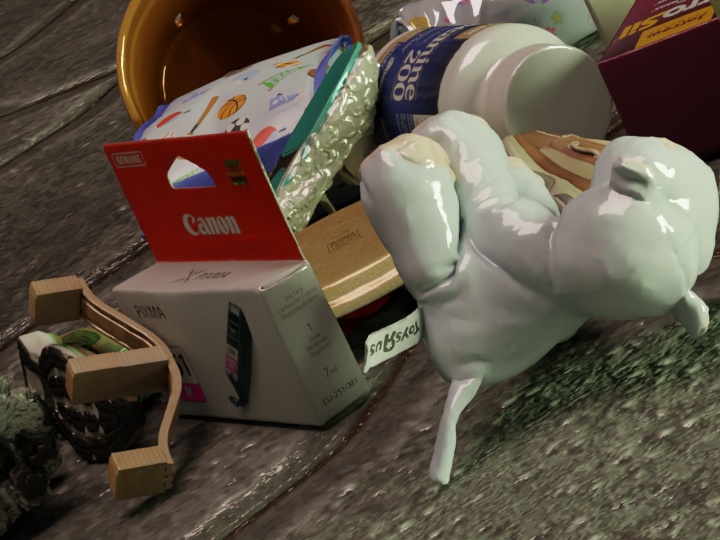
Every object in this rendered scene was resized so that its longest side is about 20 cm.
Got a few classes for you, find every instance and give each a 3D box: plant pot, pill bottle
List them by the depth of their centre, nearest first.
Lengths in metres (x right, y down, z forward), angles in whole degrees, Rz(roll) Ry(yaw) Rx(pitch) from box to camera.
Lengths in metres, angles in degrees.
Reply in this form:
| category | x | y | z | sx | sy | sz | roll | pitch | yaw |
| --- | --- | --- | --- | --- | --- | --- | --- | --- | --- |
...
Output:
| category | x | y | z | sx | sy | sz | roll | pitch | yaw |
| --- | --- | --- | --- | --- | --- | --- | --- | --- | --- |
| pill bottle | 0.088 | -0.113 | 1.872 | 0.111 | 0.111 | 0.200 | -32 | 16 | -19 |
| plant pot | -0.098 | -0.161 | 2.238 | 0.199 | 0.201 | 0.140 | -28 | -2 | -6 |

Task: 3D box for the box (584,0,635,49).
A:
| category | x | y | z | sx | sy | sz | roll | pitch | yaw |
| --- | --- | --- | --- | --- | --- | --- | --- | --- | --- |
| box | 0.182 | -0.243 | 1.974 | 0.077 | 0.201 | 0.095 | -24 | 16 | 9 |

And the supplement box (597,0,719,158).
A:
| category | x | y | z | sx | sy | sz | roll | pitch | yaw |
| --- | --- | --- | --- | --- | --- | --- | --- | --- | --- |
| supplement box | 0.238 | -0.150 | 1.791 | 0.110 | 0.086 | 0.200 | -19 | 17 | 25 |

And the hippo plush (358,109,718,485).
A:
| category | x | y | z | sx | sy | sz | roll | pitch | yaw |
| --- | --- | --- | --- | --- | --- | --- | --- | --- | --- |
| hippo plush | 0.098 | -0.022 | 1.440 | 0.160 | 0.160 | 0.200 | -24 | 13 | 35 |

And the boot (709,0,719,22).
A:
| category | x | y | z | sx | sy | sz | roll | pitch | yaw |
| --- | --- | --- | --- | --- | --- | --- | --- | --- | --- |
| boot | 0.300 | -0.180 | 1.650 | 0.199 | 0.156 | 0.073 | -26 | 15 | -2 |

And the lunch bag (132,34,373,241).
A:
| category | x | y | z | sx | sy | sz | roll | pitch | yaw |
| --- | --- | --- | --- | --- | --- | --- | --- | --- | --- |
| lunch bag | -0.076 | -0.085 | 2.042 | 0.169 | 0.124 | 0.200 | -23 | 8 | 11 |

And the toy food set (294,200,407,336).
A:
| category | x | y | z | sx | sy | sz | roll | pitch | yaw |
| --- | --- | --- | --- | --- | --- | --- | --- | --- | --- |
| toy food set | 0.000 | 0.000 | 1.770 | 0.200 | 0.049 | 0.198 | -32 | 15 | -15 |

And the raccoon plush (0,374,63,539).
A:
| category | x | y | z | sx | sy | sz | roll | pitch | yaw |
| --- | --- | --- | --- | --- | --- | --- | --- | --- | --- |
| raccoon plush | -0.272 | 0.093 | 1.698 | 0.097 | 0.200 | 0.134 | -63 | 23 | -9 |

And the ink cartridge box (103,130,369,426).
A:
| category | x | y | z | sx | sy | sz | roll | pitch | yaw |
| --- | --- | --- | --- | --- | --- | --- | --- | --- | --- |
| ink cartridge box | -0.092 | 0.006 | 1.662 | 0.043 | 0.174 | 0.200 | -33 | 16 | -27 |

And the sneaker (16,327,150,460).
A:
| category | x | y | z | sx | sy | sz | roll | pitch | yaw |
| --- | --- | --- | --- | --- | --- | --- | --- | --- | --- |
| sneaker | -0.164 | 0.067 | 1.800 | 0.088 | 0.077 | 0.200 | -19 | 16 | -18 |

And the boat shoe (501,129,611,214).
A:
| category | x | y | z | sx | sy | sz | roll | pitch | yaw |
| --- | --- | --- | --- | --- | --- | --- | --- | --- | --- |
| boat shoe | 0.139 | -0.044 | 1.649 | 0.072 | 0.076 | 0.200 | -24 | 24 | -5 |

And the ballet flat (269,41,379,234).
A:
| category | x | y | z | sx | sy | sz | roll | pitch | yaw |
| --- | --- | --- | --- | --- | --- | --- | --- | --- | --- |
| ballet flat | -0.033 | -0.061 | 1.896 | 0.200 | 0.072 | 0.072 | -58 | 23 | -12 |

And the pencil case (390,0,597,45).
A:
| category | x | y | z | sx | sy | sz | roll | pitch | yaw |
| --- | --- | --- | --- | --- | --- | --- | --- | --- | --- |
| pencil case | 0.124 | -0.205 | 2.159 | 0.199 | 0.091 | 0.083 | -30 | 16 | -8 |

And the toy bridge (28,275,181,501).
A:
| category | x | y | z | sx | sy | sz | roll | pitch | yaw |
| --- | --- | --- | --- | --- | --- | --- | --- | --- | --- |
| toy bridge | -0.148 | 0.064 | 1.689 | 0.067 | 0.027 | 0.200 | -8 | 38 | -19 |
